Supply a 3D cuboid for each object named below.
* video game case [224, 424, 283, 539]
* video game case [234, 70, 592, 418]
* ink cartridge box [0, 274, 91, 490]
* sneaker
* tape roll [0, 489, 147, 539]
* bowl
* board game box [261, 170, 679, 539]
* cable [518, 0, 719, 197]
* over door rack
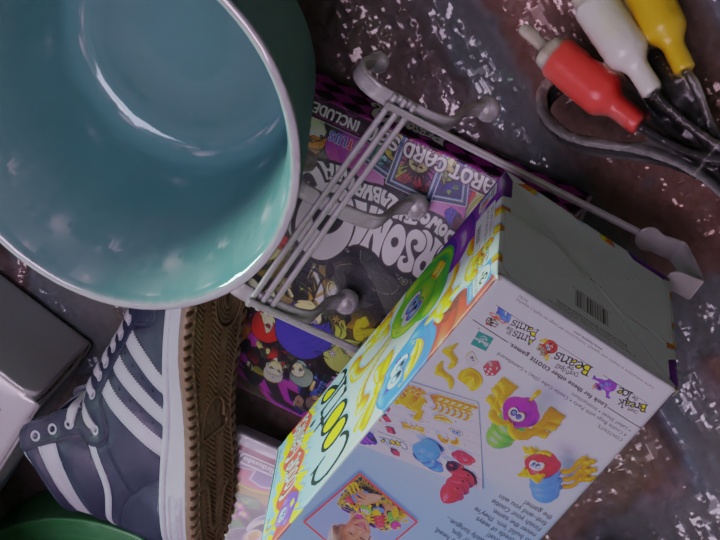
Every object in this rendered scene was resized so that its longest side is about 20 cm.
[{"bbox_3d":[-0.042,0.203,1.441,0.142,0.018,0.201,23,103,-3],"label":"video game case"},{"bbox_3d":[0.000,0.000,1.371,0.199,0.036,0.182,25,119,8],"label":"video game case"},{"bbox_3d":[-0.266,0.085,1.477,0.147,0.086,0.200,36,118,0],"label":"ink cartridge box"},{"bbox_3d":[-0.122,0.050,1.380,0.108,0.070,0.201,12,112,24],"label":"sneaker"},{"bbox_3d":[-0.147,0.224,1.515,0.199,0.048,0.202,8,115,17],"label":"tape roll"},{"bbox_3d":[-0.101,-0.094,1.247,0.200,0.105,0.202,12,124,18],"label":"bowl"},{"bbox_3d":[0.050,0.072,1.245,0.105,0.103,0.200,33,117,-14],"label":"board game box"},{"bbox_3d":[0.153,-0.065,1.243,0.097,0.050,0.200,-44,65,9],"label":"cable"},{"bbox_3d":[0.048,-0.005,1.300,0.199,0.067,0.148,31,118,-10],"label":"over door rack"}]
